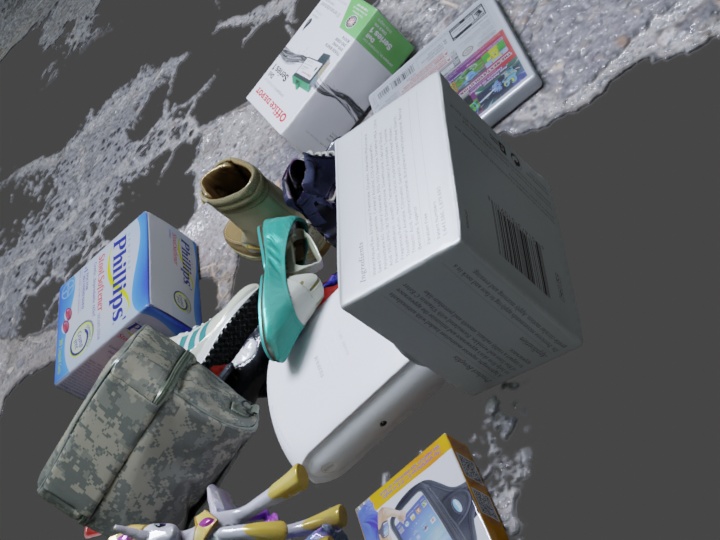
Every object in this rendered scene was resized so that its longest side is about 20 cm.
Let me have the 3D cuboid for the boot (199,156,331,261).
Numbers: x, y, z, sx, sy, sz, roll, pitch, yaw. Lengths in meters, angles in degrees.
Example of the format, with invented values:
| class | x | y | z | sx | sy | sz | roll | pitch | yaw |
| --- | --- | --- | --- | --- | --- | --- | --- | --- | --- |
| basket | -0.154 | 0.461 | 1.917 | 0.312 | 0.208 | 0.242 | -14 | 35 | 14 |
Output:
| class | x | y | z | sx | sy | sz | roll | pitch | yaw |
| --- | --- | --- | --- | --- | --- | --- | --- | --- | --- |
| boot | -0.143 | -0.074 | 1.184 | 0.198 | 0.155 | 0.074 | 8 | 69 | 49 |

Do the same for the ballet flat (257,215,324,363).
| class | x | y | z | sx | sy | sz | roll | pitch | yaw |
| --- | --- | --- | --- | --- | --- | --- | --- | --- | --- |
| ballet flat | -0.074 | 0.008 | 1.033 | 0.069 | 0.068 | 0.202 | -18 | 43 | 9 |

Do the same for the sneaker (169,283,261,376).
| class | x | y | z | sx | sy | sz | roll | pitch | yaw |
| --- | --- | --- | --- | --- | --- | --- | --- | --- | --- |
| sneaker | -0.192 | 0.086 | 1.138 | 0.093 | 0.070 | 0.201 | 28 | 76 | 31 |

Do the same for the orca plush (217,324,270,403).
| class | x | y | z | sx | sy | sz | roll | pitch | yaw |
| --- | --- | --- | --- | --- | --- | --- | --- | --- | --- |
| orca plush | -0.103 | 0.111 | 1.109 | 0.201 | 0.071 | 0.105 | -54 | -8 | -13 |

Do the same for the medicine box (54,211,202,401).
| class | x | y | z | sx | sy | sz | roll | pitch | yaw |
| --- | --- | --- | --- | --- | --- | --- | --- | --- | --- |
| medicine box | -0.319 | 0.057 | 1.324 | 0.199 | 0.102 | 0.184 | -38 | 42 | 22 |

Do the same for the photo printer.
| class | x | y | z | sx | sy | sz | roll | pitch | yaw |
| --- | --- | --- | --- | --- | --- | --- | --- | --- | --- |
| photo printer | -0.014 | 0.105 | 0.987 | 0.200 | 0.069 | 0.167 | -43 | 39 | 16 |

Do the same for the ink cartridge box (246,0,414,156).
| class | x | y | z | sx | sy | sz | roll | pitch | yaw |
| --- | --- | --- | --- | --- | --- | --- | --- | --- | --- |
| ink cartridge box | -0.044 | -0.258 | 1.268 | 0.201 | 0.084 | 0.146 | -51 | 38 | 6 |

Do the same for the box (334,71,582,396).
| class | x | y | z | sx | sy | sz | roll | pitch | yaw |
| --- | --- | --- | --- | --- | --- | --- | --- | --- | --- |
| box | 0.085 | -0.028 | 0.871 | 0.130 | 0.198 | 0.203 | -28 | 45 | 29 |

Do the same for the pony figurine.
| class | x | y | z | sx | sy | sz | roll | pitch | yaw |
| --- | --- | --- | --- | --- | --- | --- | --- | --- | --- |
| pony figurine | -0.115 | 0.262 | 0.915 | 0.196 | 0.194 | 0.169 | -16 | 53 | 14 |

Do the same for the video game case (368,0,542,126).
| class | x | y | z | sx | sy | sz | roll | pitch | yaw |
| --- | --- | --- | --- | --- | --- | --- | --- | --- | --- |
| video game case | 0.104 | -0.210 | 1.126 | 0.199 | 0.023 | 0.184 | -37 | 41 | 21 |

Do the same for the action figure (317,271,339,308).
| class | x | y | z | sx | sy | sz | roll | pitch | yaw |
| --- | --- | --- | --- | --- | --- | --- | --- | --- | --- |
| action figure | 0.000 | 0.000 | 1.066 | 0.201 | 0.051 | 0.066 | -52 | 32 | 13 |

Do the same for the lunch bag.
| class | x | y | z | sx | sy | sz | roll | pitch | yaw |
| --- | --- | --- | --- | --- | --- | --- | --- | --- | --- |
| lunch bag | -0.218 | 0.187 | 1.012 | 0.202 | 0.166 | 0.139 | -55 | 4 | 11 |

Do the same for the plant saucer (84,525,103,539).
| class | x | y | z | sx | sy | sz | roll | pitch | yaw |
| --- | --- | --- | --- | --- | --- | --- | --- | --- | --- |
| plant saucer | -0.250 | 0.221 | 1.185 | 0.198 | 0.037 | 0.203 | -22 | 49 | 35 |

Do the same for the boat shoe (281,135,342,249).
| class | x | y | z | sx | sy | sz | roll | pitch | yaw |
| --- | --- | --- | --- | --- | --- | --- | --- | --- | --- |
| boat shoe | -0.042 | -0.120 | 1.136 | 0.074 | 0.092 | 0.202 | -40 | 29 | 23 |

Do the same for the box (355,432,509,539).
| class | x | y | z | sx | sy | sz | roll | pitch | yaw |
| --- | --- | --- | --- | --- | --- | --- | --- | --- | --- |
| box | 0.072 | 0.253 | 0.815 | 0.119 | 0.041 | 0.201 | -43 | 38 | 16 |
